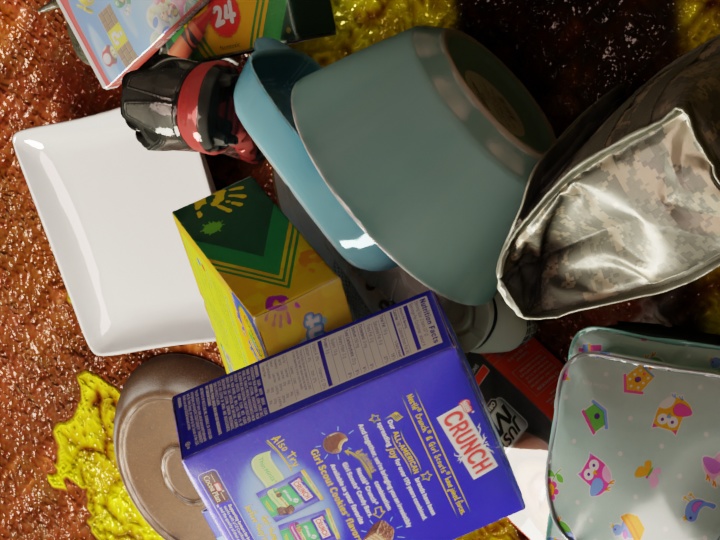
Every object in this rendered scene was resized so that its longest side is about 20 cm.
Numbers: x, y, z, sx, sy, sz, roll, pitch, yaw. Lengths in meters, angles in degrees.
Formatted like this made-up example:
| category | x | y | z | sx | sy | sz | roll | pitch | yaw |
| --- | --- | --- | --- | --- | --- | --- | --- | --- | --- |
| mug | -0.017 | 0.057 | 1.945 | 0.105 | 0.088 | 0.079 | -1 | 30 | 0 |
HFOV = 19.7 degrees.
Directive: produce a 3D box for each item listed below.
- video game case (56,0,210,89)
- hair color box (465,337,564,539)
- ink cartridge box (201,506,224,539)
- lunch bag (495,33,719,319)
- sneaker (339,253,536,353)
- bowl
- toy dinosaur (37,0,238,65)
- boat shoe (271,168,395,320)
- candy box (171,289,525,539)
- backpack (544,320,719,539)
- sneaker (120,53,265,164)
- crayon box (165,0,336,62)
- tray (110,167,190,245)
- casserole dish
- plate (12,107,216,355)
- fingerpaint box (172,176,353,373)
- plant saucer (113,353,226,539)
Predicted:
| category | x | y | z | sx | sy | sz | roll | pitch | yaw |
| --- | --- | --- | --- | --- | --- | --- | --- | --- | --- |
| video game case | -0.156 | -0.243 | 1.499 | 0.200 | 0.017 | 0.144 | -36 | 78 | 38 |
| hair color box | 0.146 | 0.142 | 1.515 | 0.200 | 0.061 | 0.102 | 42 | 129 | 13 |
| ink cartridge box | -0.034 | 0.208 | 1.633 | 0.076 | 0.136 | 0.201 | -23 | 97 | 38 |
| lunch bag | 0.184 | -0.057 | 1.320 | 0.199 | 0.164 | 0.118 | -31 | 97 | 41 |
| sneaker | 0.048 | -0.014 | 1.508 | 0.077 | 0.080 | 0.201 | -52 | 59 | 28 |
| bowl | 0.059 | -0.087 | 1.404 | 0.105 | 0.201 | 0.201 | -42 | 84 | 21 |
| toy dinosaur | -0.192 | -0.193 | 1.601 | 0.199 | 0.077 | 0.103 | -4 | 101 | 35 |
| boat shoe | 0.000 | 0.000 | 1.560 | 0.069 | 0.071 | 0.201 | -30 | 80 | 8 |
| candy box | -0.006 | 0.126 | 1.426 | 0.198 | 0.077 | 0.170 | -22 | 128 | 3 |
| backpack | 0.208 | 0.144 | 1.370 | 0.174 | 0.153 | 0.202 | 8 | 96 | 28 |
| sneaker | -0.115 | -0.118 | 1.500 | 0.097 | 0.200 | 0.072 | 8 | 93 | 15 |
| crayon box | -0.097 | -0.256 | 1.493 | 0.126 | 0.051 | 0.202 | -7 | 96 | 38 |
| tray | -0.118 | -0.002 | 1.673 | 0.199 | 0.022 | 0.108 | 29 | 125 | 24 |
| casserole dish | -0.018 | -0.072 | 1.424 | 0.039 | 0.121 | 0.200 | -42 | 79 | 23 |
| plate | -0.174 | -0.036 | 1.663 | 0.199 | 0.032 | 0.201 | -9 | 106 | 40 |
| fingerpaint box | -0.053 | 0.058 | 1.526 | 0.167 | 0.073 | 0.201 | 48 | 159 | 53 |
| plant saucer | -0.140 | 0.169 | 1.768 | 0.199 | 0.032 | 0.202 | 17 | 120 | 32 |
